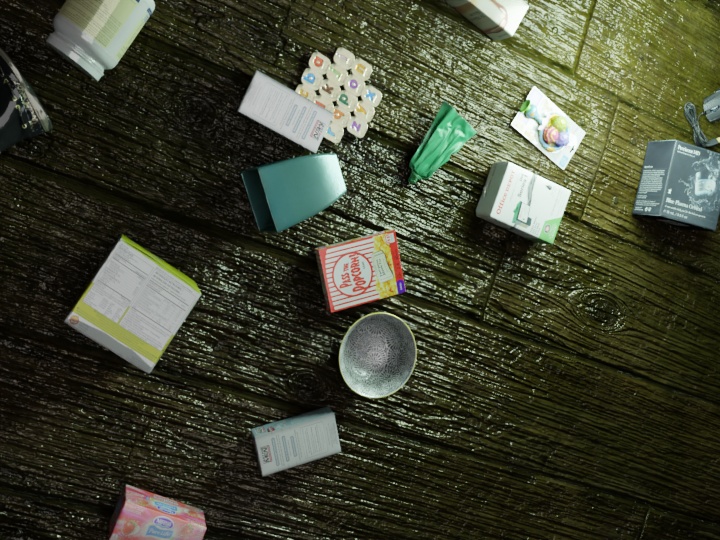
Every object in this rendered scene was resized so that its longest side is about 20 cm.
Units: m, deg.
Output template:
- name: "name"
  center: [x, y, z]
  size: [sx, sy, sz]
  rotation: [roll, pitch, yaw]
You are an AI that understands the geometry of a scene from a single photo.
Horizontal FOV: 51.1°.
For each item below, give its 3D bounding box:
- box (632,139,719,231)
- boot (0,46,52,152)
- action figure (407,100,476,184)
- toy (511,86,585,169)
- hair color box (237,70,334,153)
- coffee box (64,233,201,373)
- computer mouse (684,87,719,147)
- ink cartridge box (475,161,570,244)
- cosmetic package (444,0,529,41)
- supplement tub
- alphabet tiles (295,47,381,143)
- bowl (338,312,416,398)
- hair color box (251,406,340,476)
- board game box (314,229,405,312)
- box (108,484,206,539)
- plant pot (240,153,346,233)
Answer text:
- name: "box"
  center: [0.860, -0.226, 2.017]
  size: [0.192, 0.117, 0.205]
  rotation: [11, 92, -18]
- name: "boot"
  center: [-0.737, -0.340, 1.511]
  size: [0.152, 0.073, 0.206]
  rotation: [-35, 109, -16]
- name: "action figure"
  center: [0.179, -0.293, 1.824]
  size: [0.117, 0.055, 0.201]
  rotation: [37, 92, -19]
- name: "toy"
  center: [0.488, -0.361, 1.917]
  size: [0.198, 0.047, 0.117]
  rotation: [34, 88, -18]
- name: "hair color box"
  center: [-0.169, -0.354, 1.691]
  size: [0.197, 0.061, 0.101]
  rotation: [27, 93, -13]
- name: "coffee box"
  center: [-0.474, 0.062, 1.583]
  size: [0.198, 0.199, 0.200]
  rotation: [35, 85, -17]
- name: "computer mouse"
  center: [0.991, -0.425, 2.070]
  size: [0.197, 0.046, 0.143]
  rotation: [-25, 102, -13]
- name: "ink cartridge box"
  center: [0.408, -0.170, 1.896]
  size: [0.196, 0.084, 0.149]
  rotation: [20, 90, -19]
- name: "cosmetic package"
  center: [0.287, -0.645, 1.790]
  size: [0.198, 0.103, 0.088]
  rotation: [31, 89, -17]
- name: "supplement tub"
  center: [-0.527, -0.505, 1.524]
  size: [0.144, 0.145, 0.202]
  rotation: [35, 86, -18]
- name: "alphabet tiles"
  center: [-0.052, -0.407, 1.756]
  size: [0.193, 0.015, 0.204]
  rotation: [26, 89, -19]
- name: "bowl"
  center: [0.029, 0.196, 1.815]
  size: [0.196, 0.094, 0.206]
  rotation: [-2, 97, -17]
- name: "hair color box"
  center: [-0.153, 0.405, 1.793]
  size: [0.195, 0.060, 0.102]
  rotation: [-14, 100, -16]
- name: "board game box"
  center: [0.000, 0.000, 1.807]
  size: [0.196, 0.046, 0.155]
  rotation: [-15, 101, -15]
- name: "box"
  center: [-0.458, 0.576, 1.703]
  size: [0.197, 0.102, 0.096]
  rotation: [25, 89, -18]
- name: "plant pot"
  center: [-0.142, -0.187, 1.694]
  size: [0.197, 0.141, 0.145]
  rotation: [-22, 103, -22]
